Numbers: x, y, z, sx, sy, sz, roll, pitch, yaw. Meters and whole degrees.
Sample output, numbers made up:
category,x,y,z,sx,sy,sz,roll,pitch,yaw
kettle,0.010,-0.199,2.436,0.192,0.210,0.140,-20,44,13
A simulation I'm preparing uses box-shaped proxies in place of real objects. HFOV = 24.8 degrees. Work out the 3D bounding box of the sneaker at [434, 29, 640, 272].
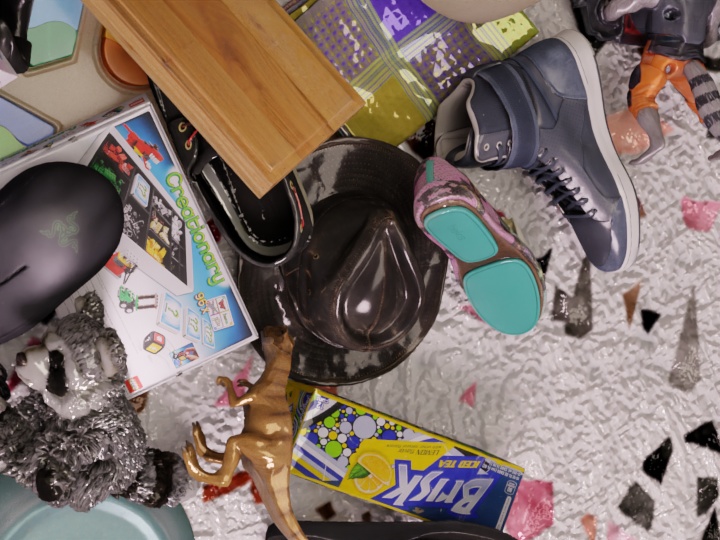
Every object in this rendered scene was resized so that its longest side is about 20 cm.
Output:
category,x,y,z,sx,sy,sz,roll,pitch,yaw
sneaker,0.138,-0.077,1.314,0.146,0.077,0.202,-23,99,-29

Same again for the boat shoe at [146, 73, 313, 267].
category,x,y,z,sx,sy,sz,roll,pitch,yaw
boat shoe,-0.097,-0.096,1.174,0.074,0.063,0.201,-26,100,12

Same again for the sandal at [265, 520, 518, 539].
category,x,y,z,sx,sy,sz,roll,pitch,yaw
sandal,0.025,0.226,1.278,0.200,0.075,0.045,2,60,-4

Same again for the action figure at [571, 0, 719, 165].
category,x,y,z,sx,sy,sz,roll,pitch,yaw
action figure,0.284,-0.189,1.358,0.200,0.105,0.194,-6,90,-27

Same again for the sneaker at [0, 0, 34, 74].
category,x,y,z,sx,sy,sz,roll,pitch,yaw
sneaker,-0.288,-0.145,1.107,0.111,0.077,0.200,27,84,12

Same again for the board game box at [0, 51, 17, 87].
category,x,y,z,sx,sy,sz,roll,pitch,yaw
board game box,-0.360,-0.154,1.056,0.200,0.041,0.200,-34,89,4

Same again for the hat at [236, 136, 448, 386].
category,x,y,z,sx,sy,sz,roll,pitch,yaw
hat,0.000,0.000,1.257,0.200,0.081,0.201,-5,102,-22

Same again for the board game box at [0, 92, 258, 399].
category,x,y,z,sx,sy,sz,roll,pitch,yaw
board game box,-0.170,-0.012,1.186,0.126,0.035,0.200,-25,113,-6

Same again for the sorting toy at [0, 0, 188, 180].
category,x,y,z,sx,sy,sz,roll,pitch,yaw
sorting toy,-0.207,-0.127,1.190,0.200,0.036,0.185,12,89,-24

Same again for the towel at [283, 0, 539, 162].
category,x,y,z,sx,sy,sz,roll,pitch,yaw
towel,0.036,-0.189,1.298,0.200,0.023,0.144,-37,107,-16

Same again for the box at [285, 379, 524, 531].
category,x,y,z,sx,sy,sz,roll,pitch,yaw
box,0.026,0.153,1.298,0.200,0.064,0.070,23,85,-23

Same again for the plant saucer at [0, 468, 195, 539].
category,x,y,z,sx,sy,sz,roll,pitch,yaw
plant saucer,-0.212,0.233,1.218,0.200,0.036,0.200,-2,95,-24

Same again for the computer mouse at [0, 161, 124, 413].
category,x,y,z,sx,sy,sz,roll,pitch,yaw
computer mouse,-0.245,0.009,1.131,0.200,0.053,0.138,-41,109,14

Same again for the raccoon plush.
category,x,y,z,sx,sy,sz,roll,pitch,yaw
raccoon plush,-0.171,0.090,1.164,0.134,0.097,0.200,-56,150,15

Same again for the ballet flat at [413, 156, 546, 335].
category,x,y,z,sx,sy,sz,roll,pitch,yaw
ballet flat,0.097,-0.025,1.297,0.200,0.069,0.071,49,31,-48

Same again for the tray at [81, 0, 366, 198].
category,x,y,z,sx,sy,sz,roll,pitch,yaw
tray,-0.099,-0.159,1.140,0.200,0.037,0.099,48,66,-2

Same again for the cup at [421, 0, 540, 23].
category,x,y,z,sx,sy,sz,roll,pitch,yaw
cup,0.126,-0.296,1.234,0.200,0.143,0.200,2,87,-39

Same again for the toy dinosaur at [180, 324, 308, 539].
category,x,y,z,sx,sy,sz,roll,pitch,yaw
toy dinosaur,-0.072,0.136,1.202,0.106,0.060,0.200,-9,78,7
